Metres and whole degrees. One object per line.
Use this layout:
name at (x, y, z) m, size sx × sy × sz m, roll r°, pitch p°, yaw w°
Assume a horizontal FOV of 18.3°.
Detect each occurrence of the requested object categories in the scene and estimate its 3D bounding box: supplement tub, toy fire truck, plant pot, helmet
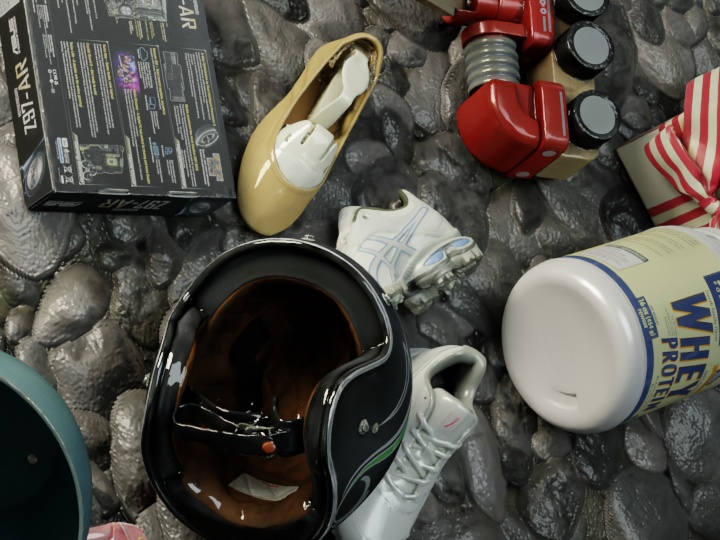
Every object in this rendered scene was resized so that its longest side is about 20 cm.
supplement tub at (0.230, 0.043, 1.837) m, size 0.200 × 0.145 × 0.145 m, roll -16°, pitch 83°, yaw -41°
toy fire truck at (0.112, -0.181, 1.862) m, size 0.200 × 0.129 × 0.176 m, roll 7°, pitch 68°, yaw -24°
plant pot at (-0.255, 0.127, 1.413) m, size 0.200 × 0.200 × 0.135 m, roll 55°, pitch 15°, yaw -7°
helmet at (-0.054, 0.082, 1.566) m, size 0.200 × 0.200 × 0.191 m, roll 44°, pitch 40°, yaw -16°

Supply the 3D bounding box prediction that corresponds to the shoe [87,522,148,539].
shoe at (-0.138, 0.220, 1.524) m, size 0.200 × 0.071 × 0.091 m, roll 6°, pitch 74°, yaw -32°

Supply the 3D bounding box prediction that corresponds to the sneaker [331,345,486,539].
sneaker at (0.038, 0.129, 1.681) m, size 0.078 × 0.099 × 0.200 m, roll 36°, pitch 54°, yaw -22°

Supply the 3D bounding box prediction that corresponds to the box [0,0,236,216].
box at (-0.183, -0.142, 1.653) m, size 0.160 × 0.044 × 0.200 m, roll 0°, pitch 72°, yaw -38°

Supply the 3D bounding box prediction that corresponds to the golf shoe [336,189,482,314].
golf shoe at (0.000, 0.000, 1.736) m, size 0.097 × 0.078 × 0.200 m, roll 50°, pitch 42°, yaw 11°

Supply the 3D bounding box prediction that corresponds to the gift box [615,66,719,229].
gift box at (0.358, -0.096, 1.964) m, size 0.187 × 0.200 × 0.185 m, roll -29°, pitch 86°, yaw -40°

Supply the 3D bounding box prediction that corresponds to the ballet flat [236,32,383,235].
ballet flat at (-0.038, -0.115, 1.744) m, size 0.069 × 0.063 × 0.200 m, roll 38°, pitch 53°, yaw -20°
